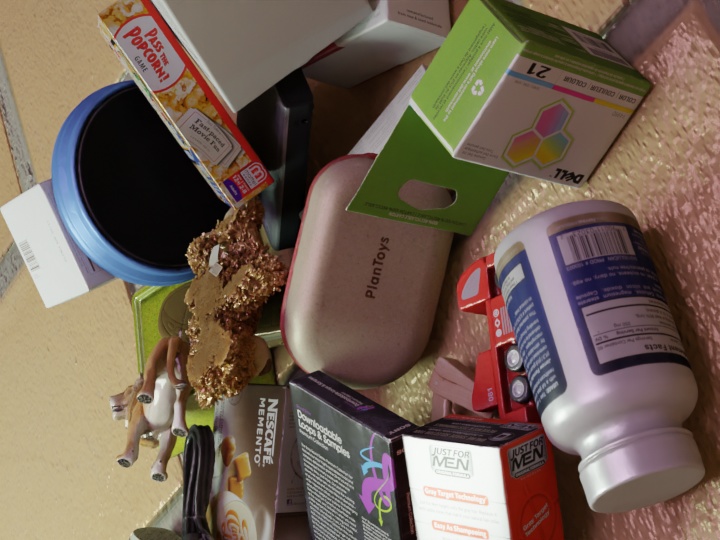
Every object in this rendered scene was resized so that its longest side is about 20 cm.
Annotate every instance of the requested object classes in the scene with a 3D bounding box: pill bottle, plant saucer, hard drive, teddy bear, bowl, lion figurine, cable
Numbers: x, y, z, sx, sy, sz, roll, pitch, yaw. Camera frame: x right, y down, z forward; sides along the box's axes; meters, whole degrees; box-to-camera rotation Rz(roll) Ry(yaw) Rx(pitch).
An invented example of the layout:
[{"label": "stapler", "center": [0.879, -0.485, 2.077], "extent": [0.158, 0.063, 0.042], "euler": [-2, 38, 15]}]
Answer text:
[{"label": "pill bottle", "center": [0.171, 0.062, 0.977], "extent": [0.111, 0.111, 0.201], "euler": [-37, 55, 38]}, {"label": "plant saucer", "center": [-0.174, 0.070, 1.429], "extent": [0.200, 0.048, 0.201], "euler": [-30, 60, 43]}, {"label": "hard drive", "center": [-0.083, -0.134, 1.305], "extent": [0.201, 0.033, 0.140], "euler": [98, 154, -52]}, {"label": "teddy bear", "center": [-0.111, 0.026, 1.232], "extent": [0.145, 0.067, 0.201], "euler": [-49, 35, 22]}, {"label": "bowl", "center": [-0.193, -0.087, 1.321], "extent": [0.039, 0.199, 0.202], "euler": [-18, 69, 54]}, {"label": "lion figurine", "center": [-0.186, 0.115, 1.309], "extent": [0.200, 0.072, 0.123], "euler": [-52, 21, 46]}, {"label": "cable", "center": [-0.139, 0.243, 1.251], "extent": [0.097, 0.050, 0.201], "euler": [121, 153, -51]}]

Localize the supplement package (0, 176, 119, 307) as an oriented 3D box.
[{"label": "supplement package", "center": [-0.232, -0.059, 1.380], "extent": [0.109, 0.199, 0.114], "euler": [-17, 99, 54]}]

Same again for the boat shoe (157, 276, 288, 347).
[{"label": "boat shoe", "center": [-0.106, 0.046, 1.316], "extent": [0.199, 0.066, 0.075], "euler": [-3, 73, 36]}]

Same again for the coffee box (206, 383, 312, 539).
[{"label": "coffee box", "center": [-0.079, 0.205, 1.263], "extent": [0.114, 0.079, 0.202], "euler": [-1, 81, 49]}]

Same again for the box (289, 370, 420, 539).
[{"label": "box", "center": [0.005, 0.195, 1.136], "extent": [0.143, 0.036, 0.201], "euler": [24, 129, 50]}]

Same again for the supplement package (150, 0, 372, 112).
[{"label": "supplement package", "center": [-0.116, -0.274, 1.152], "extent": [0.151, 0.200, 0.151], "euler": [-36, 50, -4]}]

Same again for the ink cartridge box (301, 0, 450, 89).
[{"label": "ink cartridge box", "center": [0.002, -0.288, 1.271], "extent": [0.145, 0.083, 0.202], "euler": [-19, 70, 47]}]

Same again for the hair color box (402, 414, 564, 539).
[{"label": "hair color box", "center": [0.097, 0.213, 1.020], "extent": [0.101, 0.061, 0.202], "euler": [1, 103, 47]}]

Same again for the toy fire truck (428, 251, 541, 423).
[{"label": "toy fire truck", "center": [0.096, 0.094, 1.105], "extent": [0.141, 0.049, 0.202], "euler": [-26, 63, 45]}]

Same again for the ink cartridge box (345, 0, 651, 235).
[{"label": "ink cartridge box", "center": [0.104, -0.095, 1.062], "extent": [0.201, 0.147, 0.076], "euler": [-59, 46, 24]}]

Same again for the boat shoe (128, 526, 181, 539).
[{"label": "boat shoe", "center": [-0.175, 0.316, 1.362], "extent": [0.200, 0.074, 0.063], "euler": [23, 105, 54]}]

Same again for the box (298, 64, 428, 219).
[{"label": "box", "center": [0.017, -0.098, 1.247], "extent": [0.200, 0.039, 0.042], "euler": [-49, 50, 31]}]

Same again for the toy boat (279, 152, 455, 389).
[{"label": "toy boat", "center": [0.000, 0.000, 1.206], "extent": [0.131, 0.130, 0.202], "euler": [-148, 72, -79]}]

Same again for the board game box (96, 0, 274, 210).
[{"label": "board game box", "center": [-0.160, -0.151, 1.242], "extent": [0.046, 0.201, 0.151], "euler": [-36, 12, -5]}]
